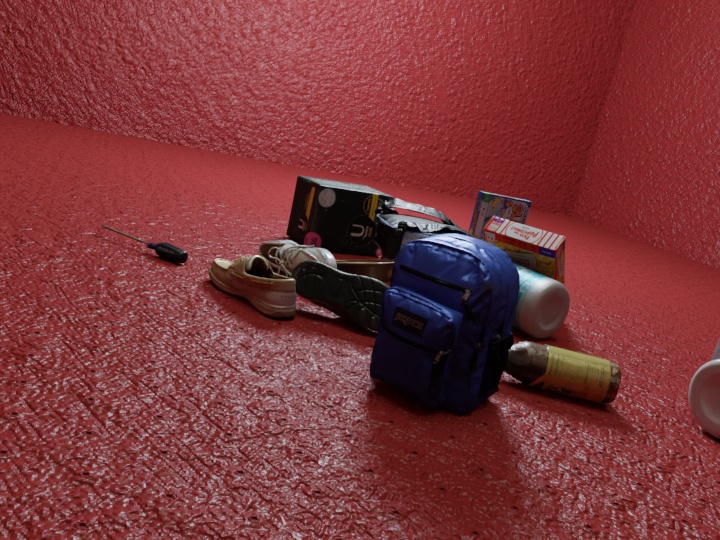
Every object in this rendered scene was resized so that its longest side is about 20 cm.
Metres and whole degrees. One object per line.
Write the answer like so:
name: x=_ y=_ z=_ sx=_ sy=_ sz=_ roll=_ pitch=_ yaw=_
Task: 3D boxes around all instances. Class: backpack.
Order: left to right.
backpack: x=0.132 y=-0.055 z=1.386 sx=0.190 sy=0.154 sz=0.200 roll=2 pitch=22 yaw=-10
backpack: x=0.106 y=0.059 z=0.799 sx=0.162 sy=0.200 sz=0.168 roll=21 pitch=16 yaw=27

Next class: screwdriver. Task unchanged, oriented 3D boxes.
screwdriver: x=-0.392 y=-0.048 z=1.154 sx=0.200 sy=0.029 sz=0.028 roll=15 pitch=14 yaw=23

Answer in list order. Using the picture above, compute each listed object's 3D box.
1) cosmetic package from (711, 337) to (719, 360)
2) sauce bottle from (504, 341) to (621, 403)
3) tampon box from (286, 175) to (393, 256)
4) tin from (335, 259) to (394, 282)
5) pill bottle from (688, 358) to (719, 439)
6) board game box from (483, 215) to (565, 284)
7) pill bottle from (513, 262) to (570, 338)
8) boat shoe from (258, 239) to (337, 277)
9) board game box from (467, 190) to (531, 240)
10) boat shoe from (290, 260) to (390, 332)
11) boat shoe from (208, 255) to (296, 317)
cosmetic package: x=0.762 y=0.157 z=1.202 sx=0.200 sy=0.107 sz=0.090 roll=8 pitch=15 yaw=-25
sauce bottle: x=0.261 y=0.137 z=0.914 sx=0.200 sy=0.066 sz=0.066 roll=13 pitch=14 yaw=6
tampon box: x=-0.049 y=-0.128 z=1.513 sx=0.200 sy=0.150 sz=0.126 roll=4 pitch=16 yaw=-32
tin: x=0.000 y=0.000 z=1.173 sx=0.112 sy=0.042 sz=0.200 roll=-10 pitch=7 yaw=-39
pill bottle: x=0.577 y=0.183 z=0.912 sx=0.200 sy=0.112 sz=0.112 roll=6 pitch=15 yaw=-26
board game box: x=0.329 y=-0.002 z=1.283 sx=0.151 sy=0.200 sz=0.046 roll=21 pitch=54 yaw=34
pill bottle: x=0.284 y=0.043 z=1.214 sx=0.111 sy=0.111 sz=0.200 roll=3 pitch=17 yaw=-36
boat shoe: x=-0.128 y=-0.020 z=1.169 sx=0.086 sy=0.075 sz=0.202 roll=2 pitch=15 yaw=-38
board game box: x=0.332 y=-0.087 z=1.587 sx=0.135 sy=0.200 sz=0.034 roll=7 pitch=15 yaw=-20
boat shoe: x=-0.013 y=0.044 z=1.016 sx=0.200 sy=0.076 sz=0.074 roll=26 pitch=-13 yaw=8
boat shoe: x=-0.168 y=0.010 z=1.020 sx=0.200 sy=0.069 sz=0.074 roll=24 pitch=17 yaw=38
